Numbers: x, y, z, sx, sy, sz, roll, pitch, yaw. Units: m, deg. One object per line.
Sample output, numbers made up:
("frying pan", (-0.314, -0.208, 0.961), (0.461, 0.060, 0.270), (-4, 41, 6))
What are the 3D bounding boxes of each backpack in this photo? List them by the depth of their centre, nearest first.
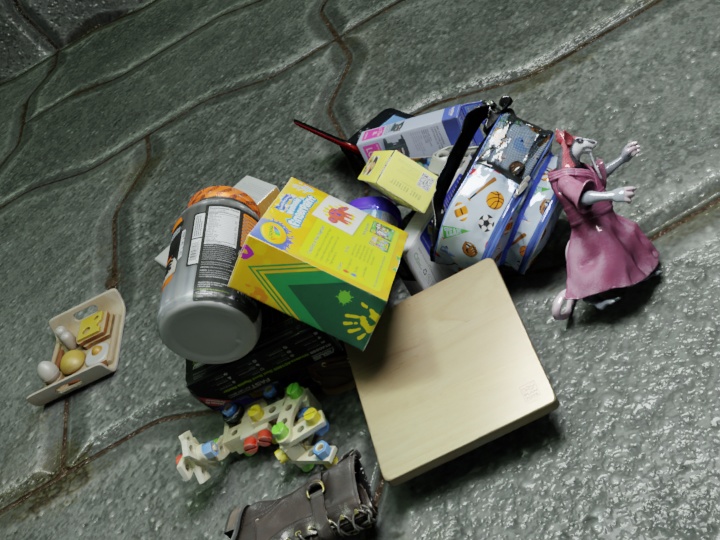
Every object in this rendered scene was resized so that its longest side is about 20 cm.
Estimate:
("backpack", (0.169, -0.076, 1.134), (0.153, 0.200, 0.191), (34, 76, 19))

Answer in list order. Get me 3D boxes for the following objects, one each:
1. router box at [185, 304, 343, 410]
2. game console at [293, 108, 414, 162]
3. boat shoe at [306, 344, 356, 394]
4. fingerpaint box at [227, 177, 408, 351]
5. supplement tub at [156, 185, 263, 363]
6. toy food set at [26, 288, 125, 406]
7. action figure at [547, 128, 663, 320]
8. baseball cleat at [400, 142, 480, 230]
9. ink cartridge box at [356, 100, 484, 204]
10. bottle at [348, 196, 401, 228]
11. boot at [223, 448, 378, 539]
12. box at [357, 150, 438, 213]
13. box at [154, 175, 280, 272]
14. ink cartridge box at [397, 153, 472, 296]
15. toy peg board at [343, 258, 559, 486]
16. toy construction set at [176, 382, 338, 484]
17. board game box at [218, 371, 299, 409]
("router box", (-0.125, 0.067, 1.152), (0.198, 0.062, 0.151), (-25, 44, 14))
("game console", (0.018, -0.235, 1.501), (0.172, 0.119, 0.200), (-41, 35, -12))
("boat shoe", (0.023, 0.087, 1.143), (0.198, 0.071, 0.071), (-28, 33, 4))
("fingerpaint box", (-0.042, -0.013, 1.055), (0.200, 0.165, 0.074), (-69, 5, -65))
("supplement tub", (-0.174, 0.000, 1.106), (0.121, 0.123, 0.202), (-19, 43, 18))
("toy food set", (-0.466, 0.121, 1.495), (0.142, 0.061, 0.201), (-25, 35, 11))
("action figure", (0.260, -0.067, 1.045), (0.148, 0.202, 0.134), (-26, 1, 32))
("baseball cleat", (0.100, -0.105, 1.286), (0.199, 0.107, 0.070), (-40, 40, -8))
("ink cartridge box", (0.106, -0.171, 1.350), (0.198, 0.120, 0.042), (-13, 35, 25))
("bottle", (0.000, 0.000, 1.235), (0.083, 0.065, 0.203), (-5, 60, 37))
("boot", (-0.061, 0.285, 0.963), (0.172, 0.070, 0.201), (-25, 33, 11))
("box", (0.048, -0.120, 1.208), (0.051, 0.075, 0.200), (-59, 8, 2))
("box", (-0.193, -0.029, 1.406), (0.200, 0.125, 0.097), (-45, 37, -17))
("ink cartridge box", (0.112, -0.056, 1.225), (0.037, 0.095, 0.201), (5, 49, 42))
("toy peg board", (0.106, 0.126, 1.028), (0.198, 0.098, 0.201), (-27, 50, 10))
("toy construction set", (-0.123, 0.202, 1.106), (0.197, 0.093, 0.132), (-14, 37, 7))
("board game box", (-0.136, 0.095, 1.280), (0.133, 0.045, 0.201), (-13, 39, 26))
